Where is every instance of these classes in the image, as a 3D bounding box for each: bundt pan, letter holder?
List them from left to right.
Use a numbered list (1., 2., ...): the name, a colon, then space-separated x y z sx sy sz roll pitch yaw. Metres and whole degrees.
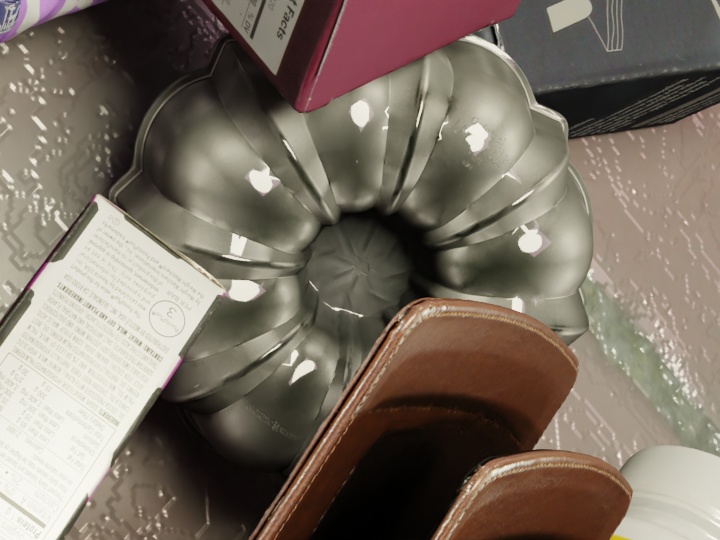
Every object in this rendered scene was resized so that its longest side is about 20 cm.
1. bundt pan: 0.000 0.000 0.797 0.201 0.076 0.203 -1 104 -6
2. letter holder: 0.051 0.097 0.686 0.100 0.200 0.143 33 94 22

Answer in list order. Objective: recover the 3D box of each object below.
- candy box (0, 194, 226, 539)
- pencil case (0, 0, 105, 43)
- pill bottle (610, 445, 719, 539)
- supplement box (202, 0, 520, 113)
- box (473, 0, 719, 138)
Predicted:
1. candy box: -0.136 0.086 0.706 0.061 0.136 0.200 36 60 -6
2. pencil case: -0.094 -0.162 0.838 0.084 0.086 0.200 38 48 25
3. pill bottle: 0.104 0.176 0.852 0.114 0.114 0.200 47 57 -13
4. supplement box: -0.031 -0.169 0.753 0.110 0.086 0.200 -27 66 -34
5. box: 0.084 -0.165 0.935 0.199 0.117 0.198 -10 82 -35
